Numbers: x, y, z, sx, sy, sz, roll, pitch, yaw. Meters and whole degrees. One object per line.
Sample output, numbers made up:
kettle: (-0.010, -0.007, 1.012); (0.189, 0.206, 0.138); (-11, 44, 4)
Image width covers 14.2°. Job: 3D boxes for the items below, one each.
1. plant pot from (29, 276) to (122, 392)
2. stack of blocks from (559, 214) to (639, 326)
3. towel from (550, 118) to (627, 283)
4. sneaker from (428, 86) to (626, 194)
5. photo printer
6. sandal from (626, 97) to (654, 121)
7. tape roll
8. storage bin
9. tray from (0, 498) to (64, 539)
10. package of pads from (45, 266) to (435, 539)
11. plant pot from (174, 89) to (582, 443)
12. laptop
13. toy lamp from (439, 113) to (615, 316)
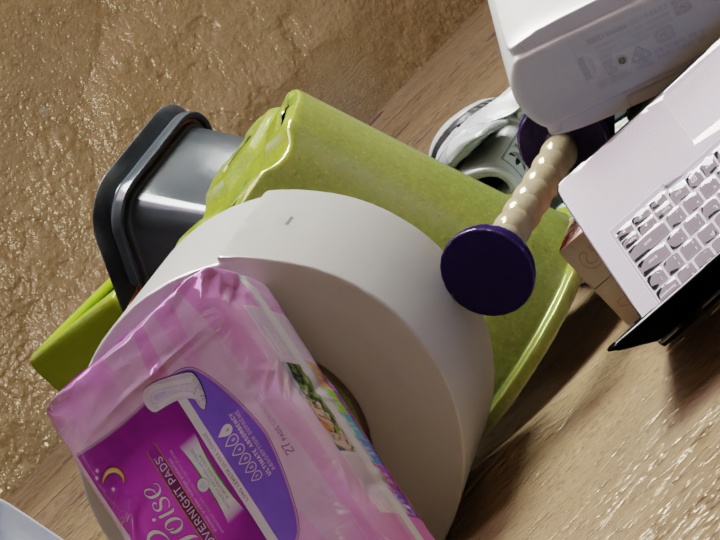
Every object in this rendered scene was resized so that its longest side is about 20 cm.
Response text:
plant pot: (-0.103, 0.048, 2.215); (0.200, 0.181, 0.199); (-47, 6, -29)
stack of blocks: (0.204, -0.069, 1.569); (0.200, 0.059, 0.115); (-42, 6, 19)
towel: (0.174, -0.064, 1.797); (0.171, 0.048, 0.200); (-45, 6, -6)
sneaker: (0.122, -0.094, 1.808); (0.200, 0.075, 0.115); (-37, 14, 20)
photo printer: (0.152, -0.162, 1.607); (0.166, 0.070, 0.200); (-25, 22, 9)
sandal: (0.186, -0.133, 1.677); (0.082, 0.055, 0.200); (-42, 1, 25)
tape roll: (-0.036, 0.071, 1.516); (0.203, 0.203, 0.139); (-42, 5, 17)
storage bin: (-0.071, 0.008, 1.868); (0.134, 0.200, 0.146); (7, 42, 30)
tray: (-0.184, 0.220, 1.691); (0.022, 0.107, 0.200); (-44, 21, 20)
package of pads: (-0.051, 0.111, 1.376); (0.120, 0.200, 0.076); (-41, -23, 14)
plant pot: (0.000, 0.000, 1.648); (0.200, 0.184, 0.200); (-52, 13, 18)
laptop: (0.176, -0.063, 1.407); (0.187, 0.116, 0.200); (-42, 46, 12)
toy lamp: (0.097, -0.046, 1.573); (0.058, 0.058, 0.200); (-40, 10, 32)
